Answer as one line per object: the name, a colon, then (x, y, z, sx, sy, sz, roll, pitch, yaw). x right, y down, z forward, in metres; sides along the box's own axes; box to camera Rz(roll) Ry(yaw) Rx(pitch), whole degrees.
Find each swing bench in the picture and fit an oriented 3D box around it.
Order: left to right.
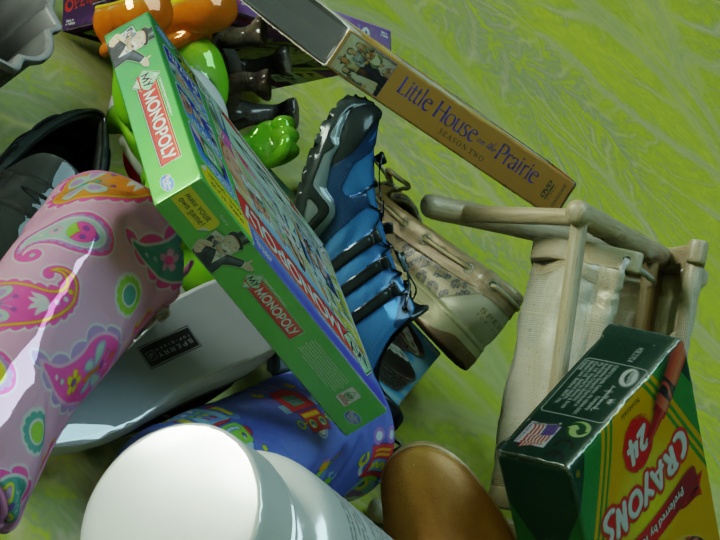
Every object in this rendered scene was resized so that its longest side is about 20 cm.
swing bench: (0.126, 0.070, 1.451, 0.199, 0.129, 0.201, 14, 83, -49)

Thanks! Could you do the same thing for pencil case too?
pencil case: (-0.154, 0.038, 1.141, 0.087, 0.087, 0.200, 42, 47, -10)
pencil case: (-0.054, 0.103, 1.279, 0.078, 0.087, 0.200, 41, 23, 16)

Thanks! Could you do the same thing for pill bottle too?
pill bottle: (-0.041, 0.154, 1.131, 0.200, 0.113, 0.114, 46, 17, -52)

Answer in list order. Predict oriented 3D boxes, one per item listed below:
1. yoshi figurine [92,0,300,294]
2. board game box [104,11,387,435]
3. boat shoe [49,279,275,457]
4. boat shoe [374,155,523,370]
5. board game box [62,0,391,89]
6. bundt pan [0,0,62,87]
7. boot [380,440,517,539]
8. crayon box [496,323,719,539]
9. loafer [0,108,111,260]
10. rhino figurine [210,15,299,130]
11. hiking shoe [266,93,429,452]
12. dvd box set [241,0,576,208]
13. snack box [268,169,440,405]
yoshi figurine: (-0.087, -0.058, 1.356, 0.112, 0.111, 0.202, -133, -145, -86)
board game box: (-0.057, -0.022, 1.220, 0.200, 0.029, 0.135, 53, 10, -44)
boat shoe: (-0.129, 0.057, 1.242, 0.199, 0.066, 0.070, -24, 73, -39)
boat shoe: (0.033, -0.016, 1.578, 0.200, 0.063, 0.073, 49, 1, 36)
board game box: (-0.085, -0.158, 1.580, 0.199, 0.119, 0.033, 13, 77, -51)
bundt pan: (-0.268, -0.165, 1.342, 0.201, 0.076, 0.202, 36, 27, -22)
boot: (0.050, 0.197, 1.272, 0.144, 0.070, 0.203, -27, 97, -75)
crayon box: (0.146, 0.149, 1.345, 0.127, 0.051, 0.201, -44, 131, -39)
loafer: (-0.180, -0.032, 1.293, 0.068, 0.070, 0.201, 39, 26, -12)
rhino figurine: (-0.099, -0.129, 1.501, 0.200, 0.087, 0.060, 47, 39, -75)
hiking shoe: (0.000, 0.000, 1.396, 0.086, 0.202, 0.074, 9, 5, 3)
dvd box set: (0.026, -0.112, 1.469, 0.199, 0.029, 0.146, 31, 6, -34)
snack box: (-0.042, 0.006, 1.497, 0.200, 0.037, 0.116, 47, 23, 0)
